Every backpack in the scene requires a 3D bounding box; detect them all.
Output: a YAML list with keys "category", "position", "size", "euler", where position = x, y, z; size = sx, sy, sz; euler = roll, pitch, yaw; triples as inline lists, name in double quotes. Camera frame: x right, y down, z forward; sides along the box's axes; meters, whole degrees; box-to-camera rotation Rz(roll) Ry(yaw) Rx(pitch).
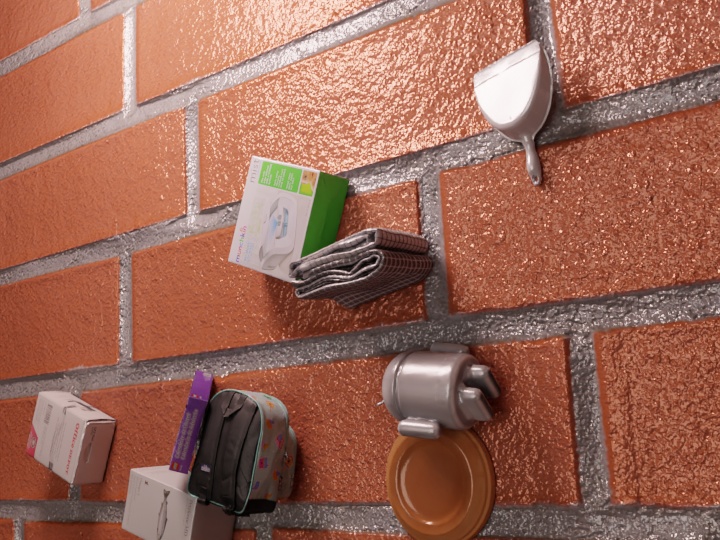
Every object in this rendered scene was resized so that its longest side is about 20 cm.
- category: "backpack"
  position: [-0.201, 0.314, 1.481]
  size: [0.173, 0.152, 0.205]
  euler: [4, 88, 43]

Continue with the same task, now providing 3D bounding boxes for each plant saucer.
- category: "plant saucer"
  position: [0.117, 0.332, 1.312]
  size: [0.197, 0.037, 0.205]
  euler: [-6, 80, 37]

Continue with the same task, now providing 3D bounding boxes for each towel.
- category: "towel"
  position: [0.000, 0.000, 1.369]
  size: [0.197, 0.164, 0.087]
  euler: [-21, 77, 33]

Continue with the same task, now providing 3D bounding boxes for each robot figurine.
- category: "robot figurine"
  position: [0.114, 0.182, 1.287]
  size: [0.197, 0.114, 0.171]
  euler: [-2, 44, 36]

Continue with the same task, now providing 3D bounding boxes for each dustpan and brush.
- category: "dustpan and brush"
  position: [0.248, -0.230, 1.289]
  size: [0.138, 0.056, 0.205]
  euler: [-21, 65, 45]

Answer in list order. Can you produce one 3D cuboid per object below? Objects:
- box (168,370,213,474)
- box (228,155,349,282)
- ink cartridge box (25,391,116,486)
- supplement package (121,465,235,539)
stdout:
- category: "box"
  position: [-0.316, 0.279, 1.567]
  size: [0.200, 0.038, 0.140]
  euler: [-140, 66, -80]
- category: "box"
  position: [-0.131, -0.090, 1.523]
  size: [0.174, 0.096, 0.204]
  euler: [17, 95, 35]
- category: "ink cartridge box"
  position: [-0.643, 0.368, 1.851]
  size: [0.197, 0.084, 0.149]
  euler: [17, 94, 39]
- category: "supplement package"
  position: [-0.344, 0.456, 1.592]
  size: [0.197, 0.116, 0.120]
  euler: [8, 87, 37]
